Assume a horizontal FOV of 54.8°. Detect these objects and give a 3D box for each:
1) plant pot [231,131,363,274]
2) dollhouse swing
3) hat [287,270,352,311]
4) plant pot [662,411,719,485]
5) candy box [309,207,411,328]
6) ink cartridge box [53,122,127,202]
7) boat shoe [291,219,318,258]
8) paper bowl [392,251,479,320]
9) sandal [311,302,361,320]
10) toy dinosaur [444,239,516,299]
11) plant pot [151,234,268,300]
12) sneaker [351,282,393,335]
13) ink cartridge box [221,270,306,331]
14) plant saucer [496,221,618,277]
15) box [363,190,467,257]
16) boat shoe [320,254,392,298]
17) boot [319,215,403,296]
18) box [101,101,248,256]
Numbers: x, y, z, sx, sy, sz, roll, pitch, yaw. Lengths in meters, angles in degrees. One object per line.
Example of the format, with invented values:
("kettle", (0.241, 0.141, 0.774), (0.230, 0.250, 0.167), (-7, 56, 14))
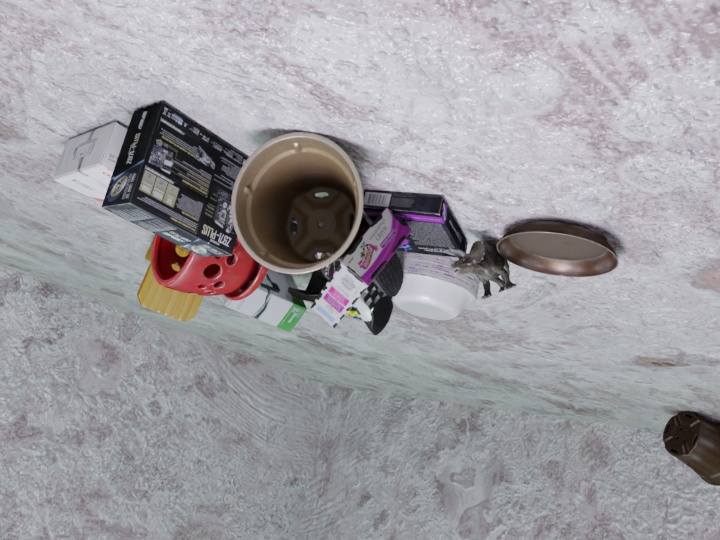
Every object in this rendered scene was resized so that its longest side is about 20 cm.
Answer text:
("plant pot", (-0.078, -0.088, 1.078), (0.195, 0.206, 0.183), (11, 176, 10))
("dollhouse swing", (-0.436, 0.025, 1.748), (0.198, 0.180, 0.180), (27, 160, -38))
("hat", (-0.072, 0.040, 1.661), (0.196, 0.083, 0.201), (14, 173, 2))
("plant pot", (1.115, 0.568, 2.272), (0.196, 0.204, 0.199), (28, 161, -18))
("candy box", (-0.003, 0.000, 1.167), (0.061, 0.137, 0.200), (38, 149, 2))
("ink cartridge box", (-0.425, -0.176, 1.224), (0.197, 0.085, 0.145), (-1, 158, 45))
("boat shoe", (-0.141, -0.068, 1.300), (0.068, 0.071, 0.200), (53, -178, 41))
("paper bowl", (0.141, 0.032, 1.412), (0.196, 0.107, 0.201), (14, 164, 4))
("sandal", (-0.037, 0.093, 1.828), (0.195, 0.081, 0.087), (15, 169, 3))
("toy dinosaur", (0.232, -0.011, 1.228), (0.076, 0.104, 0.199), (-24, 174, 32))
("plant pot", (-0.282, -0.044, 1.344), (0.180, 0.205, 0.198), (22, 162, -41))
("sneaker", (0.011, 0.056, 1.459), (0.088, 0.074, 0.202), (30, 154, 33))
("ink cartridge box", (-0.246, 0.049, 1.710), (0.198, 0.083, 0.148), (26, -158, -38))
("plant saucer", (0.326, -0.037, 1.149), (0.195, 0.033, 0.201), (14, 164, 4))
("box", (0.098, -0.077, 1.204), (0.140, 0.037, 0.200), (8, 162, 23))
("boat shoe", (0.000, 0.000, 1.506), (0.197, 0.077, 0.074), (22, -167, -25))
("boot", (-0.009, -0.034, 1.333), (0.130, 0.070, 0.202), (-2, 129, 50))
("box", (-0.276, -0.135, 1.087), (0.085, 0.168, 0.199), (-1, 159, 41))
